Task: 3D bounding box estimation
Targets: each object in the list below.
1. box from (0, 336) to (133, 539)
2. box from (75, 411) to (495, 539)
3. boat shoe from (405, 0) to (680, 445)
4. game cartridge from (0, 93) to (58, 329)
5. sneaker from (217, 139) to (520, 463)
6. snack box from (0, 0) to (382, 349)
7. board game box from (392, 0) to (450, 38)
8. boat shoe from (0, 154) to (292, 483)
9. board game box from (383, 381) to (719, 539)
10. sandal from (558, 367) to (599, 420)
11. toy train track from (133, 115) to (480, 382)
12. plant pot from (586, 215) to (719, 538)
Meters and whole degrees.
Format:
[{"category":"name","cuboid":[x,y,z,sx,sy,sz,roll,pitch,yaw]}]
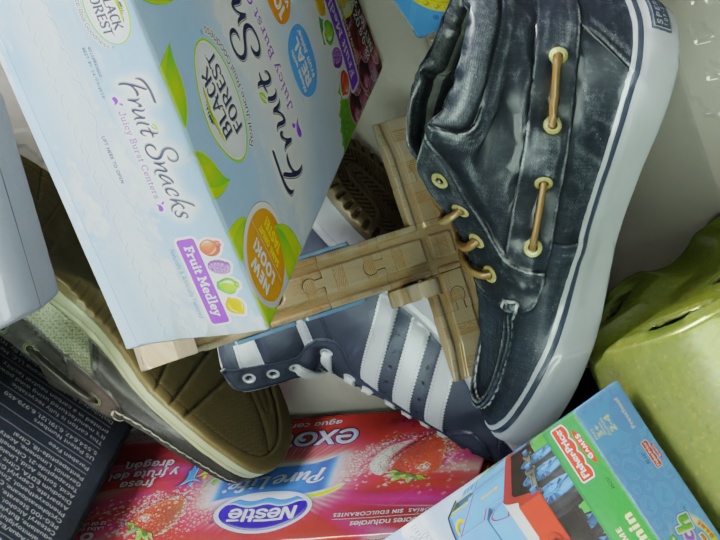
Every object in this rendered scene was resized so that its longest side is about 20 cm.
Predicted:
[{"category":"box","cuboid":[-0.204,0.129,1.213,0.107,0.200,0.148,34,127,-9]},{"category":"box","cuboid":[-0.024,0.135,1.228,0.199,0.096,0.100,-5,123,20]},{"category":"boat shoe","cuboid":[0.055,-0.025,1.048,0.091,0.071,0.201,9,116,-14]},{"category":"game cartridge","cuboid":[-0.229,-0.029,1.171,0.199,0.040,0.134,1,119,36]},{"category":"sneaker","cuboid":[0.013,0.042,1.165,0.108,0.070,0.200,-36,102,28]},{"category":"snack box","cuboid":[-0.064,-0.095,1.012,0.067,0.200,0.169,-8,122,22]},{"category":"board game box","cuboid":[0.055,-0.214,0.982,0.200,0.056,0.196,-23,115,29]},{"category":"boat shoe","cuboid":[-0.120,0.028,1.202,0.201,0.072,0.066,42,131,-8]},{"category":"board game box","cuboid":[0.078,0.155,1.074,0.152,0.037,0.200,56,136,6]},{"category":"sandal","cuboid":[0.116,0.139,1.126,0.048,0.075,0.201,2,117,26]},{"category":"toy train track","cuboid":[0.000,0.000,1.083,0.033,0.199,0.115,-20,88,69]},{"category":"plant pot","cuboid":[0.190,0.072,1.076,0.200,0.200,0.185,-26,102,31]}]
